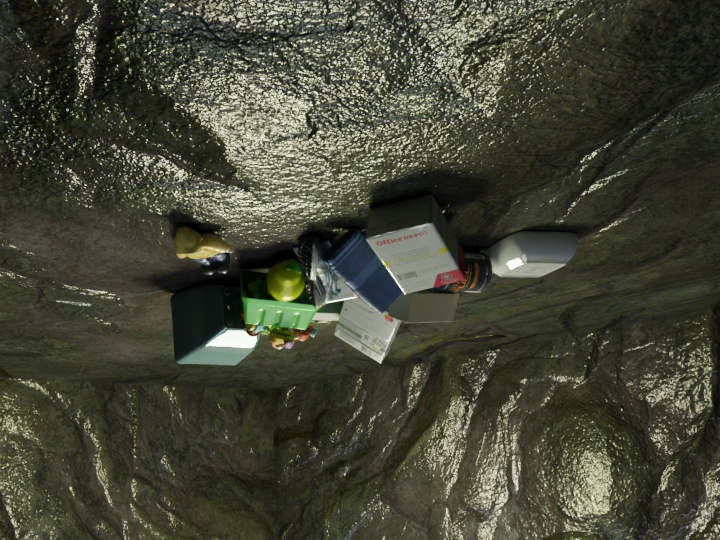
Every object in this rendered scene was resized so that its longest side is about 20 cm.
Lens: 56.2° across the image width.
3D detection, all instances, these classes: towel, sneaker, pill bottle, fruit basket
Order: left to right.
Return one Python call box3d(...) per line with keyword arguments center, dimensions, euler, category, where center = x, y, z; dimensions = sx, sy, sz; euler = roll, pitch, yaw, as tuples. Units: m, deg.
box3d(center=(-0.194, 0.039, 1.664), dimensions=(0.215, 0.156, 0.216), euler=(-5, 121, -9), category="fruit basket")
box3d(center=(-0.089, -0.009, 1.555), dimensions=(0.086, 0.078, 0.201), euler=(-23, 135, -19), category="sneaker")
box3d(center=(0.013, 0.000, 1.526), dimensions=(0.112, 0.049, 0.200), euler=(-44, 118, 1), category="towel")
box3d(center=(0.225, 0.000, 1.703), dimensions=(0.199, 0.107, 0.106), euler=(3, 162, -28), category="pill bottle")

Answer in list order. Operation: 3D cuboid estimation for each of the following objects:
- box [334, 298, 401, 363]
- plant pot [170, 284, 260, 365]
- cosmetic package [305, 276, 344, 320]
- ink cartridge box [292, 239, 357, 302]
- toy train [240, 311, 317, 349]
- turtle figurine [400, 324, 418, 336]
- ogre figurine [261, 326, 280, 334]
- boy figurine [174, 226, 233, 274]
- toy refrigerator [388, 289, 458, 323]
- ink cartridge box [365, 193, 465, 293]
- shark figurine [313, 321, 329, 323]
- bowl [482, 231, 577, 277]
box3d(center=(0.020, 0.139, 1.779), dimensions=(0.156, 0.041, 0.200), euler=(30, 139, 12), category="box")
box3d(center=(-0.374, 0.132, 1.824), dimensions=(0.195, 0.197, 0.200), euler=(9, 153, -41), category="plant pot")
box3d(center=(-0.078, 0.081, 1.883), dimensions=(0.199, 0.108, 0.085), euler=(2, 162, -30), category="cosmetic package")
box3d(center=(-0.080, -0.003, 1.625), dimensions=(0.094, 0.037, 0.200), euler=(-11, 135, 19), category="ink cartridge box")
box3d(center=(-0.219, 0.150, 1.758), dimensions=(0.199, 0.056, 0.150), euler=(26, -155, -3), category="toy train")
box3d(center=(0.059, 0.059, 1.789), dimensions=(0.193, 0.200, 0.144), euler=(-3, 134, 10), category="turtle figurine")
box3d(center=(-0.254, 0.111, 1.901), dimensions=(0.098, 0.120, 0.200), euler=(-2, 166, -25), category="ogre figurine")
box3d(center=(-0.334, -0.043, 1.433), dimensions=(0.124, 0.065, 0.200), euler=(-4, 168, 5), category="boy figurine")
box3d(center=(0.157, 0.084, 1.686), dimensions=(0.070, 0.076, 0.200), euler=(18, -170, 40), category="toy refrigerator")
box3d(center=(0.118, -0.052, 1.398), dimensions=(0.145, 0.084, 0.200), euler=(-13, 139, 23), category="ink cartridge box")
box3d(center=(-0.098, 0.114, 2.062), dimensions=(0.128, 0.090, 0.214), euler=(42, 132, -23), category="shark figurine")
box3d(center=(0.432, -0.034, 1.718), dimensions=(0.199, 0.075, 0.200), euler=(1, 164, -21), category="bowl")
